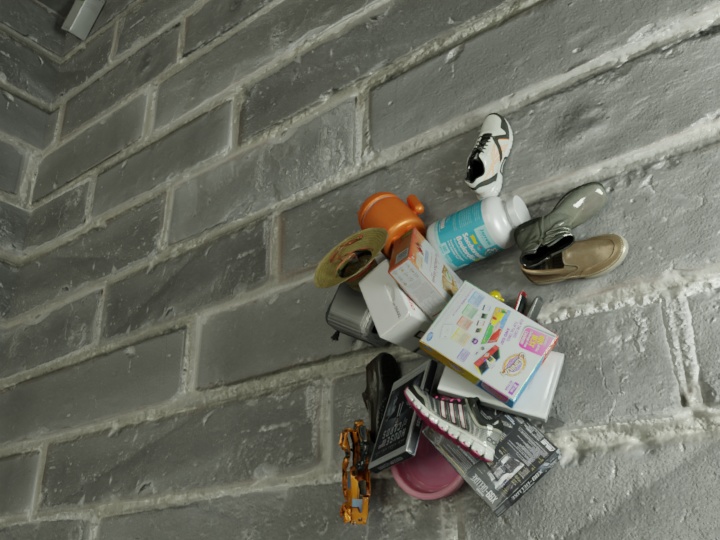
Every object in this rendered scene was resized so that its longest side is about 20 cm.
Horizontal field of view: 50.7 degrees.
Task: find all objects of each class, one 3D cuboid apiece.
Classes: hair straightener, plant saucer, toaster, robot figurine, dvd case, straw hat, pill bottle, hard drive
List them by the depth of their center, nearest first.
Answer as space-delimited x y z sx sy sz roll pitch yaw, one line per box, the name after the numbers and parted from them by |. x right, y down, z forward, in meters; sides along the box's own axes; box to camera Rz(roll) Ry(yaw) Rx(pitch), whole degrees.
0.256 0.189 1.385 0.199 0.026 0.132 12 61 23 | hard drive
0.305 0.139 1.429 0.077 0.041 0.201 14 73 37 | hair straightener
0.083 0.283 1.473 0.150 0.025 0.201 -43 21 51 | dvd case
0.145 0.345 1.479 0.200 0.051 0.201 -18 60 36 | plant saucer
-0.011 0.403 1.536 0.145 0.058 0.201 129 142 -78 | robot figurine
0.241 -0.081 1.542 0.200 0.111 0.111 -25 56 32 | pill bottle
0.000 0.000 1.594 0.201 0.085 0.201 -30 23 15 | straw hat
0.014 0.081 1.670 0.129 0.114 0.201 20 80 42 | toaster
0.071 -0.102 1.703 0.200 0.116 0.144 49 127 42 | robot figurine

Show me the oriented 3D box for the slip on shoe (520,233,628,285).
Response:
0.394 -0.024 1.415 0.199 0.060 0.076 -14 62 37 | slip on shoe

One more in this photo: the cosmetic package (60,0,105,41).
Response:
-1.215 -1.121 3.329 0.107 0.085 0.201 28 89 44 | cosmetic package

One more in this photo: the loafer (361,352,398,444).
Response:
0.043 0.276 1.596 0.071 0.073 0.201 -26 52 45 | loafer

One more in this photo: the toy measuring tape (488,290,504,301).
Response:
0.246 0.138 1.474 0.073 0.073 0.201 12 85 44 | toy measuring tape

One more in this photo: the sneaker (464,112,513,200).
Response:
0.271 -0.252 1.618 0.074 0.080 0.201 -6 66 42 | sneaker

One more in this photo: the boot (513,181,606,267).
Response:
0.378 -0.077 1.399 0.200 0.068 0.131 -33 18 14 | boot

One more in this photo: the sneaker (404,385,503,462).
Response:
0.170 0.253 1.350 0.200 0.074 0.088 31 74 30 | sneaker

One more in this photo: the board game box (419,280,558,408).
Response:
0.230 0.130 1.372 0.200 0.040 0.153 33 70 21 | board game box

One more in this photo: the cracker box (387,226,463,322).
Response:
0.143 0.027 1.494 0.058 0.200 0.134 -34 19 24 | cracker box

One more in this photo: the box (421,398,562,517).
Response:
0.233 0.312 1.363 0.158 0.050 0.200 -42 55 -6 | box

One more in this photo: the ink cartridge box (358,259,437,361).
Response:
0.103 0.084 1.529 0.084 0.200 0.146 -40 49 21 | ink cartridge box
